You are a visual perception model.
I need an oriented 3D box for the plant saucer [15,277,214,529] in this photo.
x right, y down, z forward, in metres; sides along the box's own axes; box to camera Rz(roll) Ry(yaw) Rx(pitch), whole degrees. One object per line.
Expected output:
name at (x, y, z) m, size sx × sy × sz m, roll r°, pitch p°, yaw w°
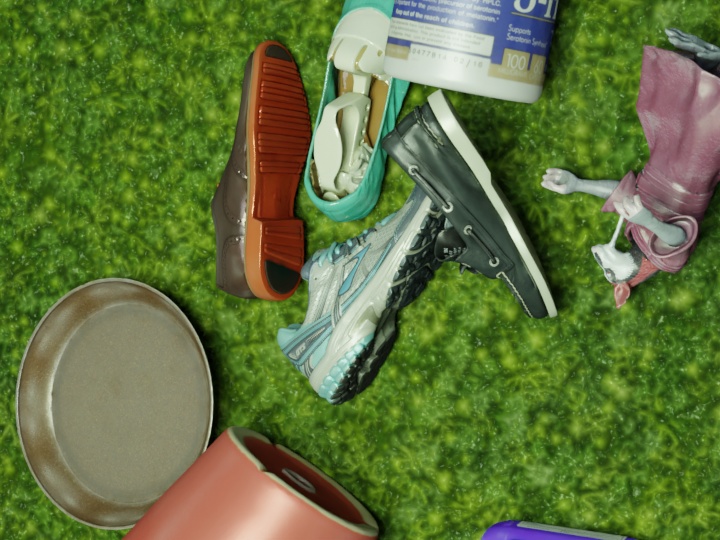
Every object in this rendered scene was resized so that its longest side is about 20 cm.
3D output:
plant saucer at (-0.194, 0.107, 1.403) m, size 0.199 × 0.032 × 0.202 m, roll -1°, pitch 87°, yaw 29°

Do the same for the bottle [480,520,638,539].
bottle at (0.184, 0.236, 1.263) m, size 0.198 × 0.065 × 0.084 m, roll 5°, pitch 96°, yaw 20°

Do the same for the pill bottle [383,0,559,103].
pill bottle at (0.090, -0.229, 1.241) m, size 0.119 × 0.120 × 0.202 m, roll 13°, pitch 99°, yaw 19°

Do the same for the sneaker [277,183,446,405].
sneaker at (0.000, 0.000, 1.314) m, size 0.086 × 0.077 × 0.201 m, roll 36°, pitch 105°, yaw 19°

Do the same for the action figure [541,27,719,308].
action figure at (0.226, -0.064, 1.231) m, size 0.148 × 0.134 × 0.201 m, roll 8°, pitch 115°, yaw -21°

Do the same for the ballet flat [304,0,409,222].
ballet flat at (-0.001, -0.135, 1.308) m, size 0.067 × 0.070 × 0.202 m, roll 12°, pitch 97°, yaw 20°

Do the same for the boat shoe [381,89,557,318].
boat shoe at (0.078, -0.034, 1.245) m, size 0.066 × 0.075 × 0.200 m, roll -29°, pitch 124°, yaw 7°

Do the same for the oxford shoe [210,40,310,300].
oxford shoe at (-0.087, -0.078, 1.347) m, size 0.072 × 0.071 × 0.202 m, roll 0°, pitch 84°, yaw 38°

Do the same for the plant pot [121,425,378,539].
plant pot at (-0.090, 0.229, 1.311) m, size 0.200 × 0.200 × 0.178 m, roll 35°, pitch 93°, yaw 15°
